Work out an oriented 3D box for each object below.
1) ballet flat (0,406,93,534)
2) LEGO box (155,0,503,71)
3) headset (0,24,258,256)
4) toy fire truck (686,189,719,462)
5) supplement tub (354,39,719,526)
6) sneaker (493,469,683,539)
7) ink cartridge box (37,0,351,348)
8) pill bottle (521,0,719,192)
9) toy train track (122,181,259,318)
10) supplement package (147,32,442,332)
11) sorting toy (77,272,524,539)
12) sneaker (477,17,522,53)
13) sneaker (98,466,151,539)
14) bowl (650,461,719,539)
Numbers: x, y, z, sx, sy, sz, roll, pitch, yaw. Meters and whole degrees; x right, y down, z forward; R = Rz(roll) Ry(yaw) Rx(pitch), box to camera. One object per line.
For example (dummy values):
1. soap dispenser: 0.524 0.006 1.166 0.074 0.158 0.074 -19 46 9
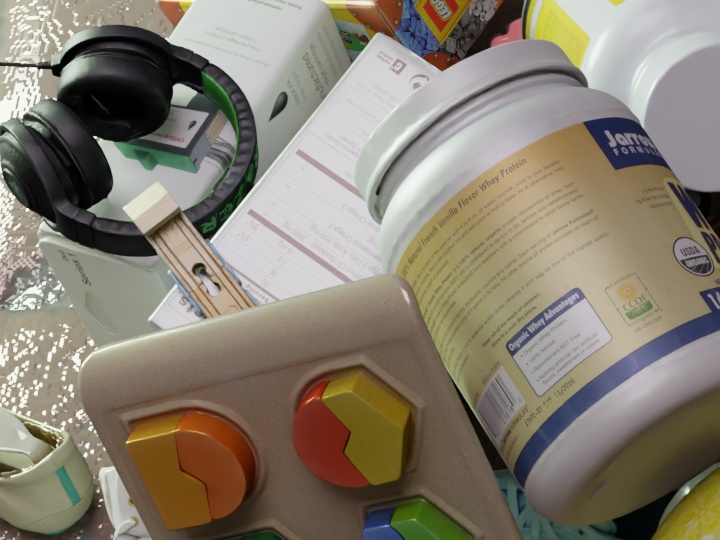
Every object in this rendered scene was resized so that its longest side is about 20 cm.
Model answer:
1. ballet flat: -0.239 0.090 1.592 0.200 0.070 0.070 19 63 28
2. LEGO box: -0.002 -0.187 1.663 0.200 0.077 0.149 6 54 47
3. headset: -0.150 -0.074 1.509 0.200 0.094 0.124 27 63 15
4. toy fire truck: 0.189 0.041 1.430 0.200 0.129 0.176 30 41 24
5. supplement tub: 0.097 0.004 1.310 0.144 0.144 0.200 -30 69 -5
6. sneaker: 0.112 0.124 1.449 0.200 0.082 0.074 -1 55 17
7. ink cartridge box: -0.083 -0.046 1.589 0.084 0.146 0.200 18 64 27
8. pill bottle: 0.162 -0.112 1.490 0.112 0.112 0.200 -25 24 -1
9. toy train track: -0.054 0.034 1.371 0.115 0.033 0.200 -37 72 -4
10. supplement package: 0.000 0.000 1.457 0.117 0.117 0.200 35 79 16
11. sorting toy: -0.025 0.112 1.328 0.185 0.200 0.036 -14 20 24
12. sneaker: 0.072 -0.065 1.600 0.087 0.074 0.200 35 71 32
13. sneaker: -0.124 0.165 1.469 0.200 0.074 0.116 -29 82 -2
14. bowl: 0.203 0.151 1.342 0.200 0.200 0.108 -31 39 -6
